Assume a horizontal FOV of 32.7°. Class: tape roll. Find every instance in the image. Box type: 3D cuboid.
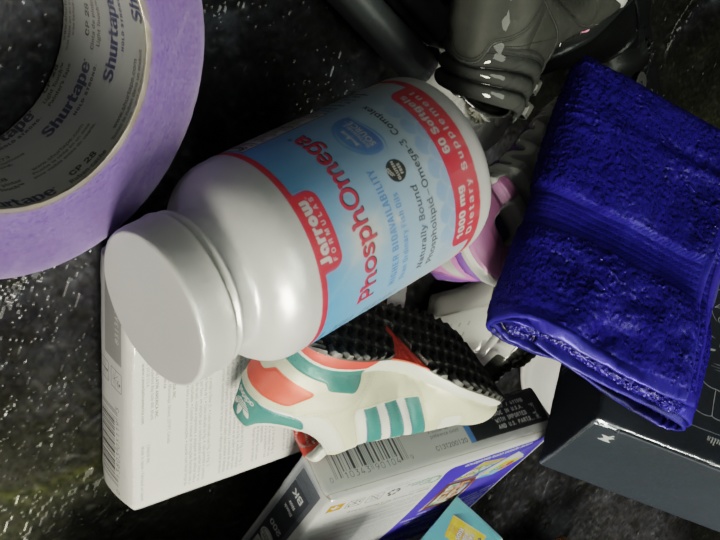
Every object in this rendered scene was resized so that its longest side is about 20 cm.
[{"bbox_3d":[-0.175,-0.104,0.563,0.198,0.084,0.203,-23,125,-37],"label":"tape roll"}]

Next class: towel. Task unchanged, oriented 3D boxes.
[{"bbox_3d":[0.169,-0.022,0.754,0.146,0.049,0.202,28,64,-14],"label":"towel"}]

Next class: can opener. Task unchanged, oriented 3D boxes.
[{"bbox_3d":[0.030,-0.145,0.771,0.200,0.066,0.053,40,79,-39],"label":"can opener"}]

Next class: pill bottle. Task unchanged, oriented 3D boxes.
[{"bbox_3d":[-0.031,-0.021,0.647,0.199,0.108,0.110,-30,129,-36],"label":"pill bottle"}]

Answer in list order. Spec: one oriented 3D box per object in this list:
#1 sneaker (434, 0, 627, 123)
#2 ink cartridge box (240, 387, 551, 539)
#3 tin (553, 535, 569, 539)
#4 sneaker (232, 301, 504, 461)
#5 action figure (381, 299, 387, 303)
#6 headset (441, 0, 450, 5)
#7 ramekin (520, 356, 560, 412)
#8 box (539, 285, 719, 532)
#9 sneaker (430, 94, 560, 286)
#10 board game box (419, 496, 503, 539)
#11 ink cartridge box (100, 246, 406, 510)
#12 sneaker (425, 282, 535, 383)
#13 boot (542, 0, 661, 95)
[{"bbox_3d":[0.103,-0.147,0.761,0.199,0.070,0.101,-15,126,-57],"label":"sneaker"},{"bbox_3d":[0.014,0.167,0.876,0.196,0.044,0.201,-12,150,-34],"label":"ink cartridge box"},{"bbox_3d":[0.132,0.310,1.077,0.199,0.042,0.113,-34,150,-40],"label":"tin"},{"bbox_3d":[0.004,0.075,0.763,0.198,0.071,0.094,17,121,-46],"label":"sneaker"},{"bbox_3d":[0.000,0.000,0.816,0.118,0.054,0.202,-36,135,-30],"label":"action figure"},{"bbox_3d":[0.058,-0.249,0.748,0.124,0.093,0.200,-53,152,-10],"label":"headset"},{"bbox_3d":[0.236,0.092,0.998,0.094,0.200,0.204,-49,137,-30],"label":"ramekin"},{"bbox_3d":[0.225,0.052,0.835,0.107,0.146,0.203,119,-9,-63],"label":"box"},{"bbox_3d":[0.106,-0.053,0.820,0.200,0.088,0.081,-39,102,-37],"label":"sneaker"},{"bbox_3d":[0.050,0.263,0.937,0.151,0.047,0.200,-48,160,-9],"label":"board game box"},{"bbox_3d":[-0.063,0.045,0.757,0.198,0.050,0.163,-16,125,-35],"label":"ink cartridge box"},{"bbox_3d":[0.063,0.068,0.908,0.200,0.080,0.074,-43,160,1],"label":"sneaker"},{"bbox_3d":[0.171,-0.120,0.921,0.164,0.065,0.202,-35,136,-25],"label":"boot"}]
